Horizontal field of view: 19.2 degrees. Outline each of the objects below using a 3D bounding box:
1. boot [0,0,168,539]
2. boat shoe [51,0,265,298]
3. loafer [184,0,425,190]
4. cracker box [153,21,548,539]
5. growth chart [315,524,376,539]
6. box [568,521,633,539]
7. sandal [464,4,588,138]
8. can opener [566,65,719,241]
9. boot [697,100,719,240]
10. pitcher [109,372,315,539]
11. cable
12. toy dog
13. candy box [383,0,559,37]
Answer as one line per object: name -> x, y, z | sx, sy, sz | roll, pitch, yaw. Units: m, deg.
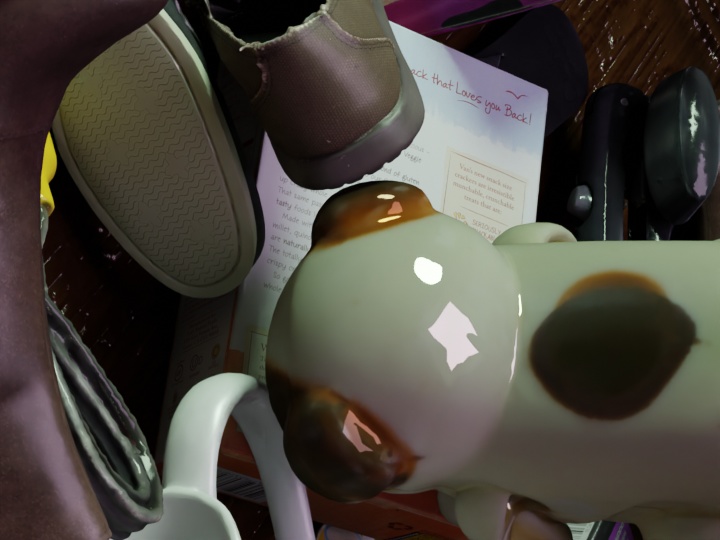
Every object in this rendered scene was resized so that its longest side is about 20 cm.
boot -> -0.110, 0.005, 0.635 | 0.167, 0.200, 0.072 | 62, 14, 0
boat shoe -> -0.085, -0.087, 0.780 | 0.200, 0.072, 0.068 | 62, 30, -4
loafer -> -0.030, -0.112, 0.782 | 0.071, 0.073, 0.200 | 60, -1, -39
cracker box -> 0.000, 0.000, 0.856 | 0.134, 0.058, 0.201 | 21, 65, -28
growth chart -> 0.028, 0.151, 0.914 | 0.145, 0.018, 0.201 | 26, 60, -46
box -> 0.103, 0.217, 0.945 | 0.143, 0.036, 0.200 | -55, 135, -45
sandal -> 0.061, -0.069, 0.987 | 0.076, 0.043, 0.200 | 60, 42, -22
can opener -> 0.127, -0.003, 1.021 | 0.063, 0.079, 0.201 | 14, 68, -8
boot -> 0.248, -0.021, 1.174 | 0.200, 0.072, 0.167 | -15, 94, -49
pitcher -> -0.031, 0.152, 0.747 | 0.200, 0.121, 0.172 | 58, 42, -37
cable -> -0.110, -0.012, 0.694 | 0.200, 0.050, 0.097 | 60, 5, 28
toy dog -> 0.065, 0.043, 0.744 | 0.194, 0.199, 0.140 | 119, -20, -83
candy box -> 0.078, -0.150, 0.953 | 0.200, 0.136, 0.061 | -23, 99, -52
